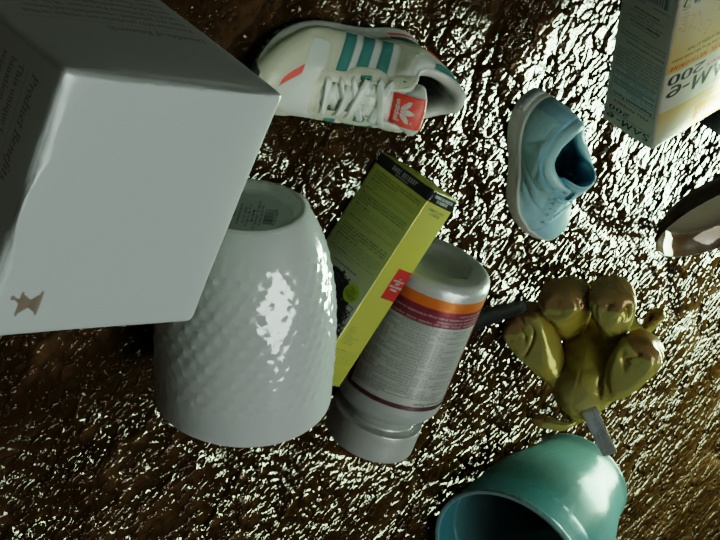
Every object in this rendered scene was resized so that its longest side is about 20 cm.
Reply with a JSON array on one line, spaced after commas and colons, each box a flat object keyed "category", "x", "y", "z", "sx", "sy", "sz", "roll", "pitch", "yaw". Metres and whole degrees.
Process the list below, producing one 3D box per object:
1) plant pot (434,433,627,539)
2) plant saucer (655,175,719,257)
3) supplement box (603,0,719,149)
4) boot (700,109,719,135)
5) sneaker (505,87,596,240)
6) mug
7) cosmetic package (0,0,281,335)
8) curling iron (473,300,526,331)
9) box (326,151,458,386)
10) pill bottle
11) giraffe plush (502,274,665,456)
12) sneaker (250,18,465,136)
[{"category": "plant pot", "x": 0.220, "y": 0.297, "z": 1.782, "sx": 0.188, "sy": 0.199, "sz": 0.201, "roll": -39, "pitch": 148, "yaw": -45}, {"category": "plant saucer", "x": 0.436, "y": -0.075, "z": 1.752, "sx": 0.199, "sy": 0.032, "sz": 0.200, "roll": -17, "pitch": 160, "yaw": -6}, {"category": "supplement box", "x": 0.321, "y": -0.239, "z": 1.490, "sx": 0.126, "sy": 0.073, "sz": 0.201, "roll": -30, "pitch": 141, "yaw": -29}, {"category": "boot", "x": 0.479, "y": -0.215, "z": 1.699, "sx": 0.199, "sy": 0.076, "sz": 0.169, "roll": 16, "pitch": 112, "yaw": -48}, {"category": "sneaker", "x": 0.193, "y": -0.086, "z": 1.471, "sx": 0.074, "sy": 0.082, "sz": 0.201, "roll": -40, "pitch": 145, "yaw": -15}, {"category": "mug", "x": -0.083, "y": 0.013, "z": 1.199, "sx": 0.200, "sy": 0.146, "sz": 0.177, "roll": -57, "pitch": 156, "yaw": -56}, {"category": "cosmetic package", "x": -0.192, "y": -0.085, "z": 0.901, "sx": 0.166, "sy": 0.200, "sz": 0.168, "roll": -2, "pitch": 124, "yaw": -49}, {"category": "curling iron", "x": 0.097, "y": 0.066, "z": 1.547, "sx": 0.199, "sy": 0.026, "sz": 0.050, "roll": -24, "pitch": 131, "yaw": -35}, {"category": "box", "x": 0.000, "y": 0.000, "z": 1.328, "sx": 0.201, "sy": 0.075, "sz": 0.050, "roll": -58, "pitch": 146, "yaw": 7}, {"category": "pill bottle", "x": 0.040, "y": 0.075, "z": 1.413, "sx": 0.109, "sy": 0.109, "sz": 0.201, "roll": -8, "pitch": 127, "yaw": -46}, {"category": "giraffe plush", "x": 0.270, "y": 0.083, "z": 1.673, "sx": 0.162, "sy": 0.171, "sz": 0.202, "roll": -41, "pitch": 122, "yaw": -59}, {"category": "sneaker", "x": 0.003, "y": -0.147, "z": 1.175, "sx": 0.199, "sy": 0.093, "sz": 0.071, "roll": -10, "pitch": 129, "yaw": -46}]
